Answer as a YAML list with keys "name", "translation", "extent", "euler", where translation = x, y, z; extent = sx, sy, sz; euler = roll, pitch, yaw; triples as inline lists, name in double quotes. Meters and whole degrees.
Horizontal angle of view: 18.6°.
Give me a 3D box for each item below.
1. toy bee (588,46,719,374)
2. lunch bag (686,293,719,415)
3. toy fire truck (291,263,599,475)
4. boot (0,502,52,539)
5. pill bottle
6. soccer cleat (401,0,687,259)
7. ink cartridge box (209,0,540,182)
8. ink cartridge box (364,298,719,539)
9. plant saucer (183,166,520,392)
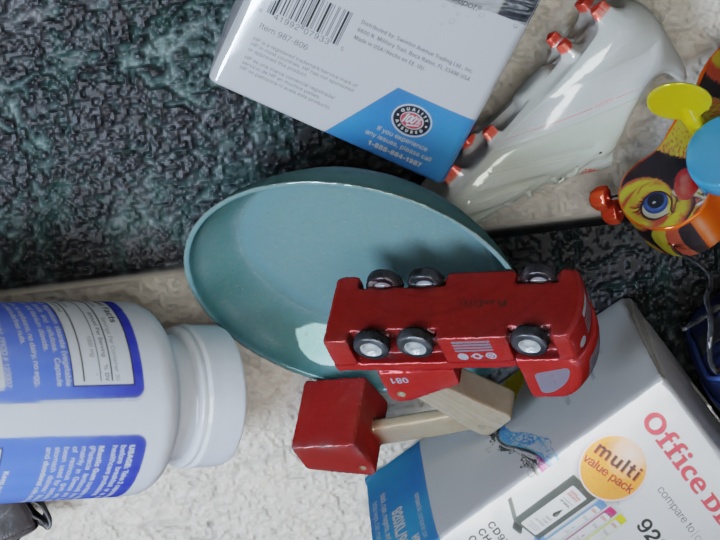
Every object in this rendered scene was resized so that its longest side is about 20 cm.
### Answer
- name: "toy bee"
  translation: [0.185, -0.056, 1.238]
  extent: [0.108, 0.200, 0.131]
  euler: [11, 139, 35]
- name: "lunch bag"
  translation: [0.292, 0.035, 1.260]
  extent: [0.199, 0.136, 0.133]
  euler: [-34, 106, 8]
- name: "toy fire truck"
  translation: [0.045, 0.059, 1.238]
  extent: [0.198, 0.049, 0.141]
  euler: [-2, 143, 20]
- name: "boot"
  translation: [-0.294, 0.107, 1.292]
  extent: [0.198, 0.069, 0.175]
  euler: [-12, 107, -1]
- name: "pill bottle"
  translation: [-0.170, 0.074, 1.241]
  extent: [0.199, 0.112, 0.113]
  euler: [0, 110, -29]
- name: "soccer cleat"
  translation: [0.101, -0.069, 1.257]
  extent: [0.078, 0.069, 0.200]
  euler: [42, 99, -18]
- name: "ink cartridge box"
  translation: [0.025, -0.172, 1.193]
  extent: [0.144, 0.084, 0.201]
  euler: [24, 116, -10]
- name: "ink cartridge box"
  translation: [0.126, 0.145, 1.282]
  extent: [0.199, 0.145, 0.148]
  euler: [-37, 105, 9]
- name: "plant saucer"
  translation: [0.000, 0.000, 1.245]
  extent: [0.198, 0.036, 0.201]
  euler: [9, 145, 6]
